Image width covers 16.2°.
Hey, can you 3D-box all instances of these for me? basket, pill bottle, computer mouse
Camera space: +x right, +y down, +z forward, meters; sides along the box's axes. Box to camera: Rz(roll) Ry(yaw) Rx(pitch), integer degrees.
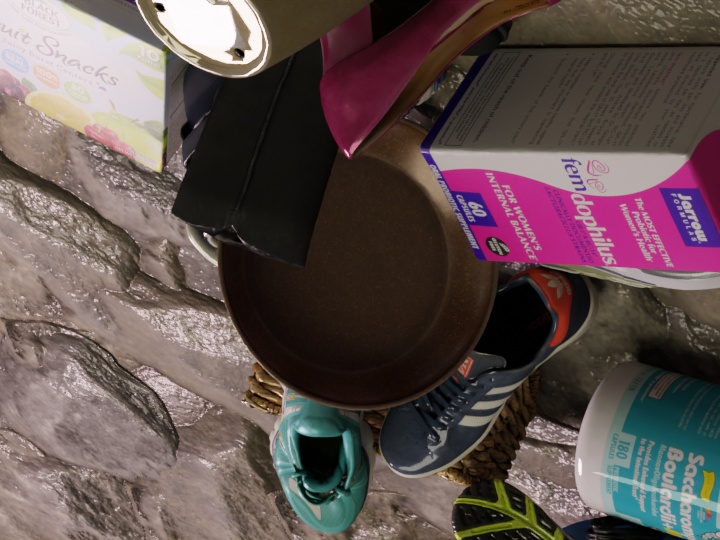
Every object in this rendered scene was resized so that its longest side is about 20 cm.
[{"bbox_3d":[0.037,0.067,1.905,0.199,0.150,0.143,18,178,24],"label":"basket"},{"bbox_3d":[0.257,0.138,1.754,0.199,0.111,0.111,15,143,27],"label":"pill bottle"},{"bbox_3d":[0.247,0.200,1.819,0.199,0.034,0.059,7,-169,-24],"label":"computer mouse"}]

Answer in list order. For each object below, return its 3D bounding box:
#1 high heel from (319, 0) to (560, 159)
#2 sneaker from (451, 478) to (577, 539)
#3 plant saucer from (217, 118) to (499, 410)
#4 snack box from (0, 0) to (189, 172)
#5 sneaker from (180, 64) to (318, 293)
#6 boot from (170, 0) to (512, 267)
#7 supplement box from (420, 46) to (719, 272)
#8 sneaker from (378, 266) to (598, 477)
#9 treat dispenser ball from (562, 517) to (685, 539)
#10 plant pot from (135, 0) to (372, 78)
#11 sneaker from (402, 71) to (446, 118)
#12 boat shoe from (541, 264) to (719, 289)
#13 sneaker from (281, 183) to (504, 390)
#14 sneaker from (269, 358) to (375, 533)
[{"bbox_3d":[0.067,-0.136,1.517,0.199,0.097,0.067,-15,162,12],"label":"high heel"},{"bbox_3d":[0.152,0.227,1.815,0.200,0.075,0.076,45,176,19],"label":"sneaker"},{"bbox_3d":[-0.005,-0.007,1.692,0.200,0.201,0.037,42,165,-13],"label":"plant saucer"},{"bbox_3d":[-0.215,-0.170,1.822,0.199,0.053,0.143,26,146,12],"label":"snack box"},{"bbox_3d":[-0.085,-0.067,1.741,0.078,0.079,0.201,-47,64,44],"label":"sneaker"},{"bbox_3d":[-0.014,-0.096,1.590,0.164,0.201,0.066,20,171,12],"label":"boot"},{"bbox_3d":[0.155,-0.071,1.578,0.199,0.104,0.101,2,135,38],"label":"supplement box"},{"bbox_3d":[0.075,0.068,1.759,0.200,0.084,0.075,-48,71,17],"label":"sneaker"},{"bbox_3d":[0.194,0.289,1.925,0.200,0.201,0.201,23,147,16],"label":"treat dispenser ball"},{"bbox_3d":[-0.043,-0.212,1.475,0.186,0.200,0.188,23,147,16],"label":"plant pot"},{"bbox_3d":[-0.047,-0.153,1.664,0.199,0.085,0.077,27,147,13],"label":"sneaker"},{"bbox_3d":[0.181,-0.024,1.663,0.199,0.072,0.062,12,167,37],"label":"boat shoe"},{"bbox_3d":[0.000,0.000,1.785,0.200,0.075,0.115,-36,101,18],"label":"sneaker"},{"bbox_3d":[-0.031,0.132,1.779,0.077,0.080,0.201,3,145,4],"label":"sneaker"}]
